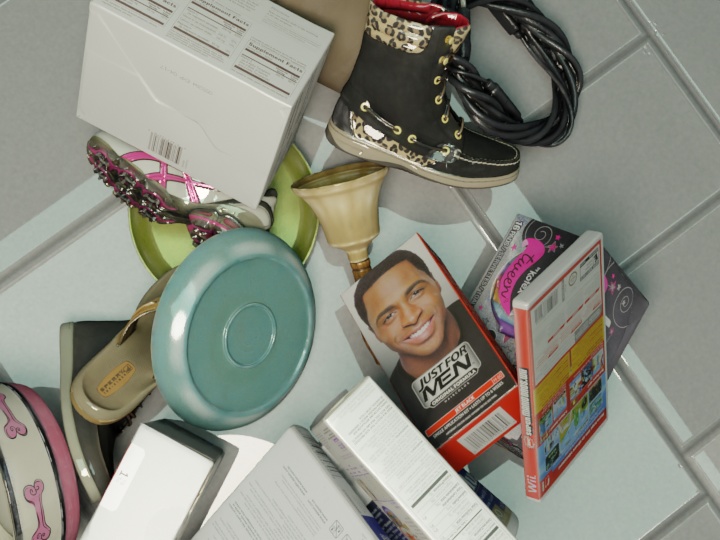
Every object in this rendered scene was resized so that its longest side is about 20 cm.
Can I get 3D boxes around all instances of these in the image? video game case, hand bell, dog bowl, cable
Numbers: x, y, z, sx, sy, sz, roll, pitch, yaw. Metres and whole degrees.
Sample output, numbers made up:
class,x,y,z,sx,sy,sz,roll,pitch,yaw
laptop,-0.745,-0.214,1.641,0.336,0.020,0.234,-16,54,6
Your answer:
class,x,y,z,sx,sy,sz,roll,pitch,yaw
video game case,0.181,0.084,1.037,0.017,0.143,0.203,12,123,35
hand bell,0.000,0.000,1.181,0.102,0.104,0.203,-13,104,-5
dog bowl,-0.333,0.197,1.095,0.073,0.199,0.203,-15,83,-36
cable,0.154,-0.213,1.203,0.163,0.051,0.202,-39,99,-39

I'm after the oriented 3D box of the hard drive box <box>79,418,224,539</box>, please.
class,x,y,z,sx,sy,sz,roll,pitch,yaw
hard drive box,-0.197,0.225,1.085,0.076,0.200,0.158,28,82,-2

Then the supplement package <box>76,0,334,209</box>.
class,x,y,z,sx,sy,sz,roll,pitch,yaw
supplement package,-0.148,-0.183,1.096,0.198,0.156,0.112,28,53,-1

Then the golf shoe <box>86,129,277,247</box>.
class,x,y,z,sx,sy,sz,roll,pitch,yaw
golf shoe,-0.178,-0.088,1.166,0.198,0.073,0.093,31,64,-5

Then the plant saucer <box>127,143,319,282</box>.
class,x,y,z,sx,sy,sz,roll,pitch,yaw
plant saucer,-0.140,-0.060,1.209,0.196,0.031,0.204,0,83,-2

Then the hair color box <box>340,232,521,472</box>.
class,x,y,z,sx,sy,sz,roll,pitch,yaw
hair color box,0.070,0.073,1.080,0.101,0.061,0.201,-39,51,8

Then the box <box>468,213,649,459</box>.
class,x,y,z,sx,sy,sz,roll,pitch,yaw
box,0.173,0.072,1.139,0.114,0.132,0.202,23,79,42

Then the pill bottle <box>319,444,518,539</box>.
class,x,y,z,sx,sy,sz,roll,pitch,yaw
pill bottle,0.049,0.222,1.144,0.199,0.111,0.111,40,83,2

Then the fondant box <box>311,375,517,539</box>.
class,x,y,z,sx,sy,sz,roll,pitch,yaw
fondant box,0.046,0.190,1.019,0.058,0.144,0.200,-41,86,-12

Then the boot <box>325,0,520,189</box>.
class,x,y,z,sx,sy,sz,roll,pitch,yaw
boot,0.076,-0.169,1.118,0.197,0.074,0.152,15,121,-2

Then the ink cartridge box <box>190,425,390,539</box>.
class,x,y,z,sx,sy,sz,roll,pitch,yaw
ink cartridge box,-0.067,0.285,1.072,0.201,0.043,0.197,-49,57,11

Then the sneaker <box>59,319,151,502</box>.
class,x,y,z,sx,sy,sz,roll,pitch,yaw
sneaker,-0.231,0.121,1.126,0.104,0.075,0.202,-11,52,-7

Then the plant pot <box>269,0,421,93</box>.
class,x,y,z,sx,sy,sz,roll,pitch,yaw
plant pot,-0.030,-0.273,1.173,0.173,0.200,0.201,38,82,-14

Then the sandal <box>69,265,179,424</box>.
class,x,y,z,sx,sy,sz,roll,pitch,yaw
sandal,-0.198,0.064,1.112,0.080,0.054,0.200,37,50,4

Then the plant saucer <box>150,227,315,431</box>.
class,x,y,z,sx,sy,sz,roll,pitch,yaw
plant saucer,-0.113,0.061,1.131,0.198,0.027,0.204,-13,109,-42
